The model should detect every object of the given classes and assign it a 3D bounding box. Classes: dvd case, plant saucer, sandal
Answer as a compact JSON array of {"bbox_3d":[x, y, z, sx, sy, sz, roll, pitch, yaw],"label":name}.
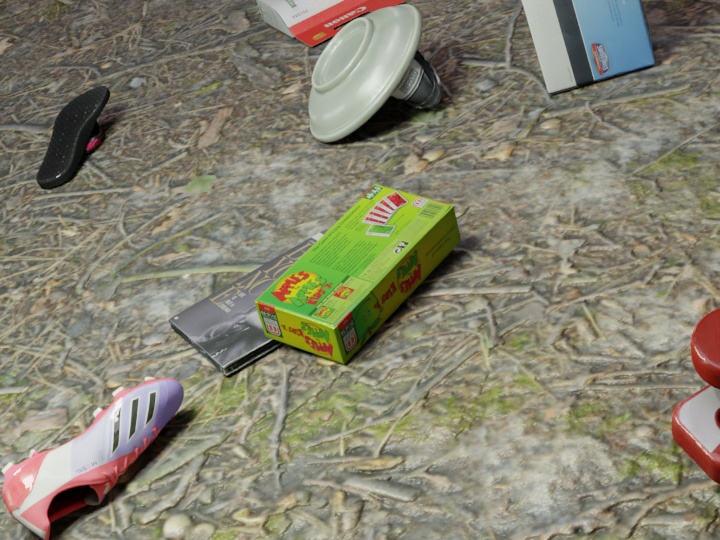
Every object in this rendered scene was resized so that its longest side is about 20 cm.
[{"bbox_3d":[-0.084,0.028,1.658,0.199,0.016,0.149,-30,28,-17],"label":"dvd case"},{"bbox_3d":[-0.008,-0.251,1.973,0.200,0.050,0.201,-40,29,28],"label":"plant saucer"},{"bbox_3d":[-0.390,-0.176,2.224,0.075,0.045,0.201,-12,43,29],"label":"sandal"}]

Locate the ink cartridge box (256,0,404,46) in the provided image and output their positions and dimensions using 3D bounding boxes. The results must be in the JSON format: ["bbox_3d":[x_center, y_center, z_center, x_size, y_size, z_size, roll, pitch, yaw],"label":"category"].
[{"bbox_3d":[-0.048,-0.396,2.363,0.160,0.050,0.200,-28,26,-12],"label":"ink cartridge box"}]

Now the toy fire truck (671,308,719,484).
[{"bbox_3d":[0.334,0.095,1.162,0.199,0.113,0.168,-30,47,-14],"label":"toy fire truck"}]

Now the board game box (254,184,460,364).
[{"bbox_3d":[0.000,0.000,1.589,0.101,0.048,0.200,16,47,36],"label":"board game box"}]

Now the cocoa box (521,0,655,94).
[{"bbox_3d":[0.251,-0.331,1.866,0.130,0.201,0.134,-14,27,12],"label":"cocoa box"}]

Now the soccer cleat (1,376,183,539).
[{"bbox_3d":[-0.233,0.170,1.477,0.199,0.067,0.076,-31,60,-30],"label":"soccer cleat"}]

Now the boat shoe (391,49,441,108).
[{"bbox_3d":[0.053,-0.247,2.005,0.072,0.068,0.200,-58,23,9],"label":"boat shoe"}]
